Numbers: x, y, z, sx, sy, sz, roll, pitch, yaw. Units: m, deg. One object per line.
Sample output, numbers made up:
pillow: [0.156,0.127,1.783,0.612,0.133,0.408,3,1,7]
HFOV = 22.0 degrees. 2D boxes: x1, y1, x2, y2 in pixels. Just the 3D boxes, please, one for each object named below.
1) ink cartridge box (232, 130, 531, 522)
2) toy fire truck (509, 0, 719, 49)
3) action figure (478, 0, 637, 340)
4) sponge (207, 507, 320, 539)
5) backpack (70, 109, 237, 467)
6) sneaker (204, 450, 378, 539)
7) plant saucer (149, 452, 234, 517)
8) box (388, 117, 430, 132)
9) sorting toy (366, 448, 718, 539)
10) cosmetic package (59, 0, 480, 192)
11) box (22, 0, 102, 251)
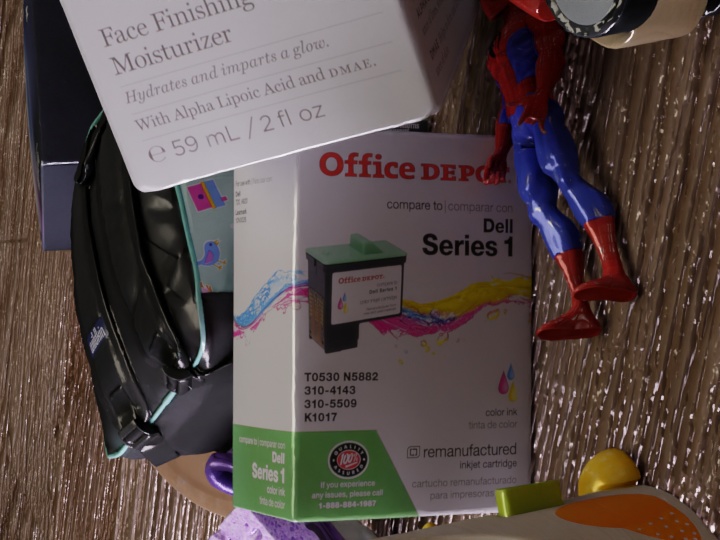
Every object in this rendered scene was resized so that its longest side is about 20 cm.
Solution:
ink cartridge box: [0.012,0.026,0.985,0.084,0.143,0.202,-1,88,64]
toy fire truck: [0.073,-0.209,0.780,0.200,0.128,0.177,38,128,36]
action figure: [0.089,-0.067,0.935,0.066,0.051,0.202,119,147,-56]
sponge: [-0.019,0.228,1.074,0.200,0.030,0.112,51,139,10]
backpack: [-0.094,-0.009,1.103,0.176,0.152,0.201,-53,53,50]
sneaker: [-0.032,0.185,1.136,0.201,0.083,0.081,55,157,28]
plant saucer: [-0.095,0.087,1.252,0.199,0.029,0.202,17,122,29]
box: [0.000,0.000,1.142,0.075,0.050,0.202,-152,66,-65]
sorting toy: [0.042,0.162,0.867,0.201,0.178,0.107,113,148,-42]
cosmetic package: [-0.052,-0.175,0.912,0.165,0.163,0.202,-67,-40,-62]
box: [-0.214,-0.143,1.529,0.200,0.122,0.200,114,149,-69]
